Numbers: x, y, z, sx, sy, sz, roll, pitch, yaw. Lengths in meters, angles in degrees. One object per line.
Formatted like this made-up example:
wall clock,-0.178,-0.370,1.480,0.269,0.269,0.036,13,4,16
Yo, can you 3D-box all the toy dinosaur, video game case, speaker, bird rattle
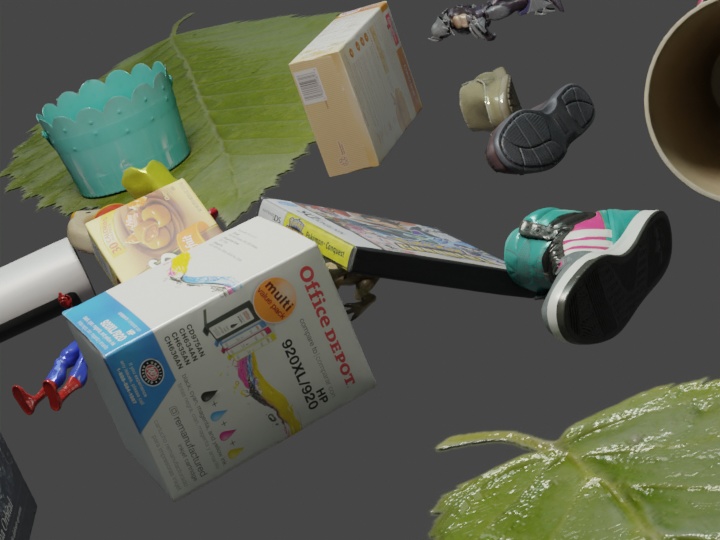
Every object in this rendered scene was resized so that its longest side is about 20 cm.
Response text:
toy dinosaur,0.000,0.000,1.455,0.200,0.058,0.101,-8,23,31
video game case,0.032,-0.021,1.343,0.200,0.026,0.181,8,11,-32
speaker,-0.411,0.038,1.726,0.200,0.081,0.081,-25,21,-12
bird rattle,-0.253,-0.039,1.724,0.163,0.113,0.200,-6,27,-14

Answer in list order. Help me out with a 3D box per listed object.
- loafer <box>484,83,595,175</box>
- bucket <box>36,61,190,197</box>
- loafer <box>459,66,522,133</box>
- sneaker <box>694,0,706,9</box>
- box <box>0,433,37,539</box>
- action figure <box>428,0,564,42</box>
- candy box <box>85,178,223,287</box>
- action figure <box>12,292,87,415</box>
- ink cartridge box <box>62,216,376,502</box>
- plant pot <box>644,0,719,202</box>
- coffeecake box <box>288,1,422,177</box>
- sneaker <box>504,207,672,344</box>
loafer,0.188,-0.144,1.638,0.063,0.072,0.200,-29,4,43
bucket,-0.355,-0.205,2.198,0.207,0.135,0.207,-18,21,7
loafer,0.154,-0.192,1.769,0.068,0.076,0.200,-20,11,7
sneaker,0.434,-0.259,1.671,0.075,0.081,0.200,-54,26,-4
box,-0.352,0.171,1.169,0.117,0.200,0.197,-20,21,2
action figure,0.192,-0.379,2.206,0.200,0.069,0.130,-22,27,8
candy box,-0.180,0.005,1.496,0.115,0.055,0.200,-27,52,-15
action figure,-0.289,0.055,1.550,0.065,0.099,0.200,-8,22,30
ink cartridge box,-0.119,0.068,1.273,0.200,0.147,0.145,-28,21,-17
plant pot,0.366,-0.168,1.384,0.187,0.188,0.200,-14,8,19
coffeecake box,-0.002,-0.232,1.894,0.073,0.154,0.200,-11,22,25
sneaker,0.168,0.000,1.249,0.121,0.084,0.200,1,21,35
